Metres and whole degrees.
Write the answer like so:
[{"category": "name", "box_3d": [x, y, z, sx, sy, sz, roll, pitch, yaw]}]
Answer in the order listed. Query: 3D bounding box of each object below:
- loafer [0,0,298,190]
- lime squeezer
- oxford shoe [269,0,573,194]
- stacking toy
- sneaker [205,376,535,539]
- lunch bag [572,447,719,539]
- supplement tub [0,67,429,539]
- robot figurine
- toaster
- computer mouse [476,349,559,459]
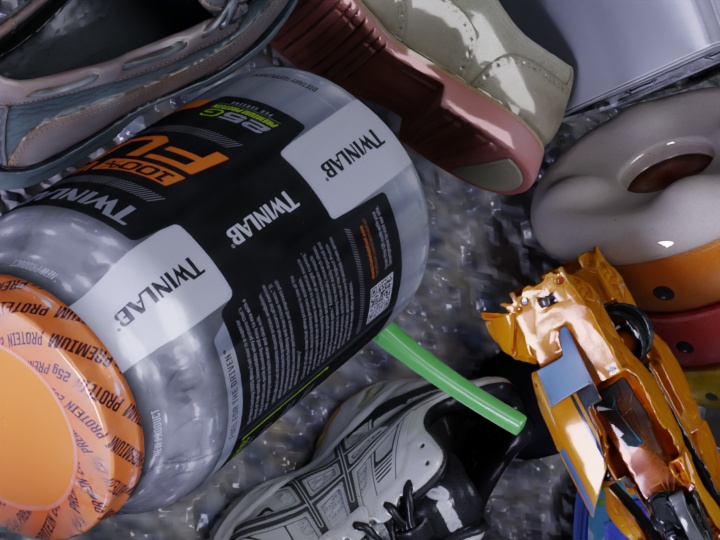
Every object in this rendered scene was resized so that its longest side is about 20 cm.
[{"category": "loafer", "box_3d": [-0.081, -0.106, 0.814, 0.072, 0.063, 0.200, 41, 60, 9]}, {"category": "lime squeezer", "box_3d": [0.000, 0.000, 0.908, 0.070, 0.038, 0.201, 1, 47, -35]}, {"category": "oxford shoe", "box_3d": [0.011, -0.119, 0.939, 0.200, 0.071, 0.074, 39, 66, -18]}, {"category": "stacking toy", "box_3d": [0.183, 0.020, 1.051, 0.146, 0.146, 0.201, -52, 126, -44]}, {"category": "sneaker", "box_3d": [0.004, 0.105, 0.864, 0.076, 0.087, 0.200, 57, 44, -20]}, {"category": "lunch bag", "box_3d": [0.169, 0.192, 1.024, 0.160, 0.082, 0.201, 26, 59, -42]}, {"category": "supplement tub", "box_3d": [-0.070, 0.011, 0.784, 0.200, 0.122, 0.123, -39, 107, -48]}, {"category": "robot figurine", "box_3d": [0.129, 0.090, 0.924, 0.201, 0.058, 0.145, 63, 18, 2]}, {"category": "toaster", "box_3d": [0.148, -0.154, 1.031, 0.180, 0.199, 0.119, -19, 88, -50]}, {"category": "computer mouse", "box_3d": [0.125, 0.053, 1.060, 0.200, 0.034, 0.059, -16, 89, -50]}]
